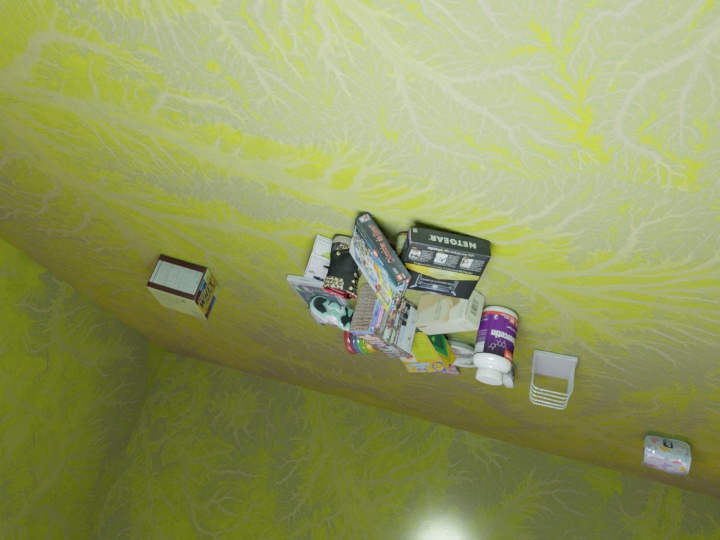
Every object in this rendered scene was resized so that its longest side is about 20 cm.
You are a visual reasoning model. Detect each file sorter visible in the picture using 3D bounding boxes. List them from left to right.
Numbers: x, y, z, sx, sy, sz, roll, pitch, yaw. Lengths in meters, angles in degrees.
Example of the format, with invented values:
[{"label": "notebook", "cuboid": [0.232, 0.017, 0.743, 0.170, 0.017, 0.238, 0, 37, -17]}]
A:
[{"label": "file sorter", "cuboid": [0.634, 0.368, 1.750, 0.134, 0.128, 0.201, 9, 155, 20]}]

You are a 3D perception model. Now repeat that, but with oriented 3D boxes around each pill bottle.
[{"label": "pill bottle", "cuboid": [0.383, 0.213, 1.500, 0.108, 0.206, 0.113, 13, 157, 6]}]

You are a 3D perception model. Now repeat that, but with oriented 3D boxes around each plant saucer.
[{"label": "plant saucer", "cuboid": [0.342, 0.284, 1.870, 0.193, 0.052, 0.202, 15, 157, 7]}]

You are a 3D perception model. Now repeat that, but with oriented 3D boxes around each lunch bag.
[{"label": "lunch bag", "cuboid": [1.239, 0.747, 2.134, 0.164, 0.132, 0.199, 6, 164, 30]}]

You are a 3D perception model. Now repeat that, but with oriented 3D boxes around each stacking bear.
[{"label": "stacking bear", "cuboid": [0.044, 0.248, 1.941, 0.195, 0.117, 0.121, -9, 146, 37]}]

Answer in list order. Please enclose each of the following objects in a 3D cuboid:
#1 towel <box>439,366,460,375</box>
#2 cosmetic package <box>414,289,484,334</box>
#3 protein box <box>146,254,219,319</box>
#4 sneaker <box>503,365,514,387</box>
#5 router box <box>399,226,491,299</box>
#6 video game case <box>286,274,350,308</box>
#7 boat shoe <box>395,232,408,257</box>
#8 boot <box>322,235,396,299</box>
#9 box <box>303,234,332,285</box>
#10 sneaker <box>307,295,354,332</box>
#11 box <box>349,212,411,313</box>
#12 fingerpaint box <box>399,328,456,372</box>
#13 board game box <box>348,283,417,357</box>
[{"label": "towel", "cuboid": [0.318, 0.374, 2.113, 0.141, 0.031, 0.201, 5, 155, 26]}, {"label": "cosmetic package", "cuboid": [0.252, 0.118, 1.513, 0.070, 0.108, 0.197, 32, 151, -29]}, {"label": "protein box", "cuboid": [-0.671, 0.066, 2.011, 0.193, 0.139, 0.200, 15, 156, 6]}, {"label": "sneaker", "cuboid": [0.490, 0.353, 1.872, 0.096, 0.080, 0.202, -8, 137, 29]}, {"label": "router box", "cuboid": [0.189, -0.014, 1.243, 0.192, 0.053, 0.160, 10, 138, -7]}, {"label": "video game case", "cuboid": [-0.140, 0.080, 1.809, 0.175, 0.024, 0.201, 8, 154, 22]}, {"label": "boat shoe", "cuboid": [0.159, -0.021, 1.333, 0.197, 0.065, 0.072, 32, 153, -28]}, {"label": "boot", "cuboid": [0.000, 0.000, 1.377, 0.193, 0.155, 0.074, 15, 157, 6]}, {"label": "box", "cuboid": [-0.097, -0.019, 1.519, 0.113, 0.062, 0.201, 20, 156, -7]}, {"label": "sneaker", "cuboid": [-0.097, 0.163, 1.845, 0.196, 0.079, 0.140, 32, 155, -8]}, {"label": "box", "cuboid": [0.042, -0.017, 1.265, 0.037, 0.203, 0.138, -21, 153, -23]}, {"label": "fingerpaint box", "cuboid": [0.208, 0.261, 1.811, 0.197, 0.073, 0.170, -15, 112, 51]}, {"label": "board game box", "cuboid": [0.079, 0.156, 1.644, 0.095, 0.164, 0.198, -10, 144, 46]}]
